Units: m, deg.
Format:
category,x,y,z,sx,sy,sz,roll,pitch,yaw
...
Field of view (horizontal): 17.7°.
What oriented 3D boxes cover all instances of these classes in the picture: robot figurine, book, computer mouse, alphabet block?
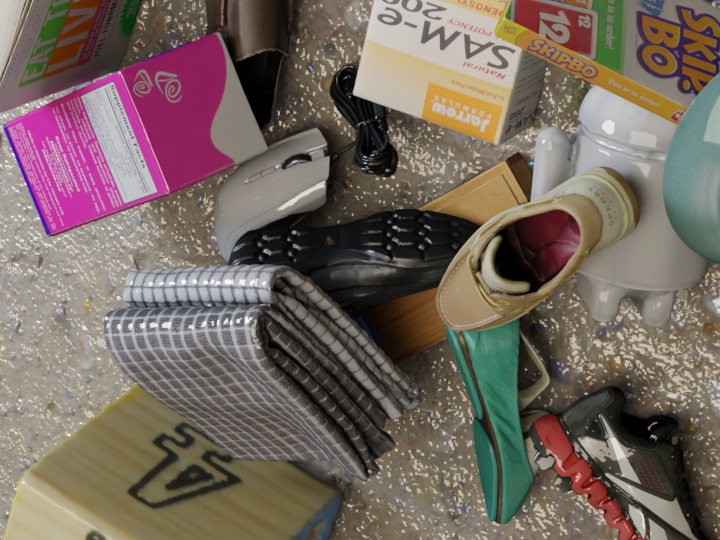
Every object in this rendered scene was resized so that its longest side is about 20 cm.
category,x,y,z,sx,sy,sz,roll,pitch,yaw
robot figurine,0.205,-0.062,1.668,0.169,0.113,0.201,4,110,-13
book,-0.229,-0.199,1.778,0.048,0.200,0.134,28,115,14
computer mouse,-0.055,-0.074,1.801,0.200,0.044,0.110,-37,49,30
alphabet block,-0.162,0.241,1.866,0.199,0.196,0.196,28,122,15

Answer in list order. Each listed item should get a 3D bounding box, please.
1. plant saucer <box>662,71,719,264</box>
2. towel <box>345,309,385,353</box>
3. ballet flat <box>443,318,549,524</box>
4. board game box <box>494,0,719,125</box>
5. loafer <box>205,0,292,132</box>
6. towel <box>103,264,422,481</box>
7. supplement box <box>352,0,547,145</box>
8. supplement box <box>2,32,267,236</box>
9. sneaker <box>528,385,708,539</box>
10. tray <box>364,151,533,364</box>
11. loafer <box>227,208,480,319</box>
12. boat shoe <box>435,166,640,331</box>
category,x,y,z,sx,sy,sz,roll,pitch,yaw
plant saucer,0.305,-0.074,1.588,0.201,0.199,0.036,-61,34,25
towel,-0.069,0.059,1.856,0.199,0.024,0.145,-22,95,41
ballet flat,0.116,0.110,1.780,0.070,0.067,0.201,-16,121,-4
board game box,0.199,-0.160,1.607,0.199,0.096,0.030,27,148,-5
loafer,-0.077,-0.191,1.775,0.071,0.073,0.201,40,132,45
towel,-0.076,0.079,1.743,0.165,0.086,0.200,-5,141,40
supplement box,0.082,-0.209,1.704,0.125,0.073,0.201,20,112,18
supplement box,-0.177,-0.103,1.795,0.200,0.101,0.104,-13,101,53
sneaker,0.221,0.167,1.749,0.098,0.071,0.201,-41,98,10
tray,0.062,-0.001,1.796,0.199,0.037,0.099,-29,91,29
loafer,0.000,0.000,1.757,0.199,0.068,0.071,-7,131,6
boat shoe,0.110,-0.009,1.639,0.074,0.066,0.200,56,135,7
